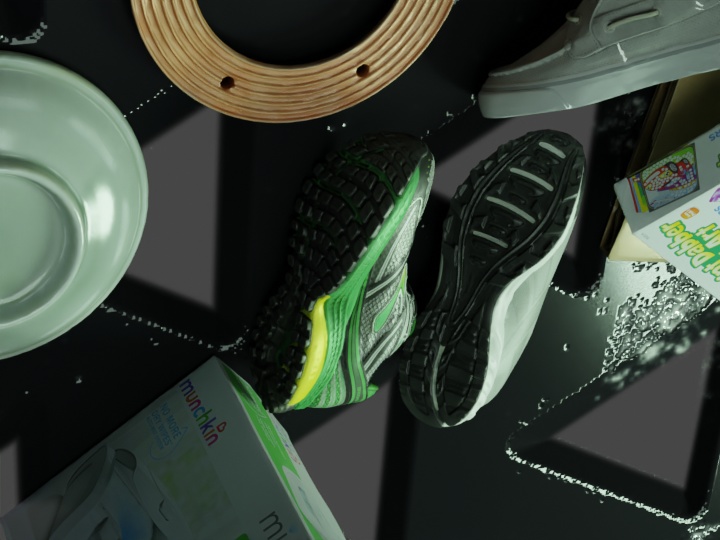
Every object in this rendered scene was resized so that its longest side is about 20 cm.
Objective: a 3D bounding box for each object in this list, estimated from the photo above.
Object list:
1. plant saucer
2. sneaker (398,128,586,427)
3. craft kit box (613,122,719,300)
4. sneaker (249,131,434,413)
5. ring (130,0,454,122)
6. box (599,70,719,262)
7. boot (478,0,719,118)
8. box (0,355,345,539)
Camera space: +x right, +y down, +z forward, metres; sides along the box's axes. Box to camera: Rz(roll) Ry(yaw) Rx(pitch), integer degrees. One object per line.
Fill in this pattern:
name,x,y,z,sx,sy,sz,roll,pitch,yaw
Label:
plant saucer,-0.210,-0.022,1.034,0.200,0.050,0.200,-12,125,-17
sneaker,0.087,0.002,1.181,0.079,0.074,0.200,-6,122,-65
craft kit box,0.292,-0.051,1.174,0.197,0.049,0.200,-30,144,25
sneaker,0.000,0.000,1.137,0.085,0.078,0.200,1,129,-32
ring,-0.033,-0.175,1.034,0.200,0.019,0.201,-11,124,-17
box,0.270,-0.075,1.233,0.200,0.021,0.164,2,120,-26
boot,0.151,-0.154,1.080,0.200,0.074,0.096,-13,101,25
box,-0.102,0.182,1.120,0.176,0.200,0.097,-37,128,3
